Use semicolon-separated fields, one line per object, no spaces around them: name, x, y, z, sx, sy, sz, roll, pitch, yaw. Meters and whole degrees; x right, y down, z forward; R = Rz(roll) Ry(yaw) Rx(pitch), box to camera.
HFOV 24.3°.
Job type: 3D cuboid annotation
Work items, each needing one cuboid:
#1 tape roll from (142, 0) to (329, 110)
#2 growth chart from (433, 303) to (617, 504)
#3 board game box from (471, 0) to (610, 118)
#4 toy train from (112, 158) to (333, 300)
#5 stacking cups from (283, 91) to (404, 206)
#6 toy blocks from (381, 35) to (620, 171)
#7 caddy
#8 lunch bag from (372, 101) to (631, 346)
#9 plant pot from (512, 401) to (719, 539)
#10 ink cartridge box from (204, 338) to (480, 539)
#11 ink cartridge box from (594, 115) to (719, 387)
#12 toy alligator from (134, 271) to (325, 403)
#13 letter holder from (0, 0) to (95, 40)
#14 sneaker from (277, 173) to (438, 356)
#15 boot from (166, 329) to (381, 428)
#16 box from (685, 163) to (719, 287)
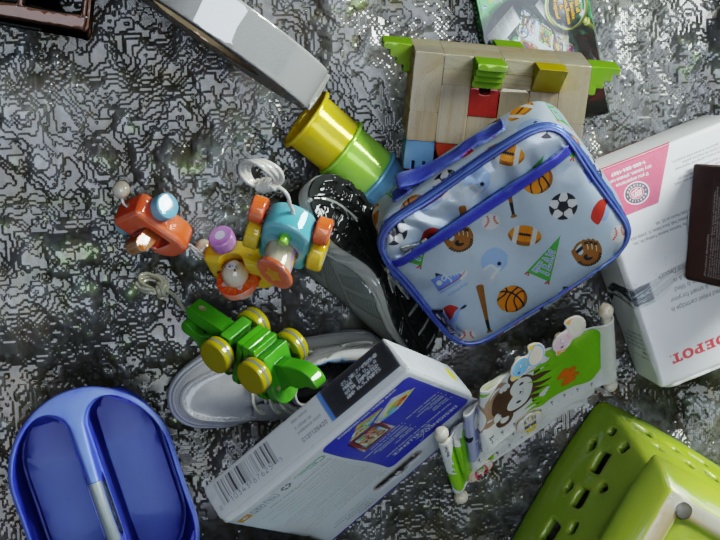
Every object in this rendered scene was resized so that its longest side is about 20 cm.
tape roll;-0.115;-0.200;1.338;0.202;0.203;0.037;34;90;-11
growth chart;0.147;0.115;1.464;0.199;0.018;0.145;-35;144;-5
board game box;0.151;-0.226;1.466;0.104;0.023;0.202;-12;99;-5
toy train;-0.117;-0.025;1.377;0.150;0.199;0.056;39;56;-32
stacking cups;0.027;-0.071;1.453;0.199;0.060;0.061;38;90;-16
toy blocks;0.110;-0.119;1.426;0.197;0.100;0.138;5;110;-5
caddy;-0.215;0.193;1.412;0.140;0.105;0.202;-19;99;-5
lunch bag;0.110;-0.038;1.388;0.199;0.076;0.161;-33;117;12
plant pot;0.260;0.258;1.457;0.198;0.181;0.201;31;92;-11
ink cartridge box;-0.006;0.146;1.402;0.197;0.200;0.047;-41;67;10
ink cartridge box;0.287;-0.018;1.478;0.143;0.084;0.202;-21;98;-6
toy alligator;-0.110;0.063;1.393;0.059;0.199;0.055;-38;144;-39
letter holder;-0.252;-0.262;1.310;0.099;0.200;0.144;8;95;-9
sneaker;0.000;0.000;1.450;0.201;0.079;0.074;51;50;-23
boot;-0.067;0.095;1.430;0.198;0.096;0.074;-15;98;-7
box;0.329;-0.031;1.339;0.074;0.200;0.101;2;95;-11
